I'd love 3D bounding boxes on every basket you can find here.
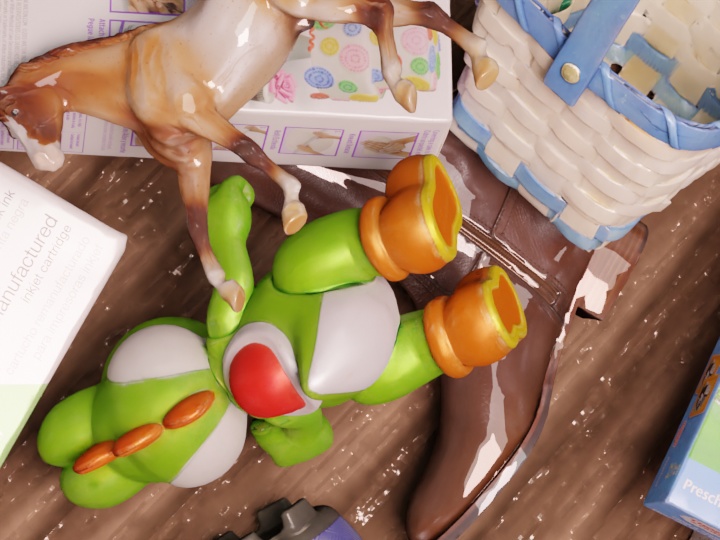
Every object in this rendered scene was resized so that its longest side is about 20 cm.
[{"bbox_3d":[0.129,-0.118,1.160,0.139,0.200,0.176,45,41,10],"label":"basket"}]

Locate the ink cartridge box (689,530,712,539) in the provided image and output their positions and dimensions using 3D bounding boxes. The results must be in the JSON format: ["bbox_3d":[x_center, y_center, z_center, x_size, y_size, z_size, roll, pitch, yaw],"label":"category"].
[{"bbox_3d":[0.241,0.105,1.255,0.146,0.084,0.201,30,79,-10],"label":"ink cartridge box"}]

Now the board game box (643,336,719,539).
[{"bbox_3d":[0.230,0.043,1.196,0.151,0.037,0.201,27,78,-7],"label":"board game box"}]

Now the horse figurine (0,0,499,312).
[{"bbox_3d":[-0.035,-0.083,1.081,0.200,0.050,0.133,-43,64,3],"label":"horse figurine"}]

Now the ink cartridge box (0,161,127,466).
[{"bbox_3d":[-0.219,0.000,1.140,0.199,0.084,0.146,31,79,-11],"label":"ink cartridge box"}]

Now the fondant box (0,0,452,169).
[{"bbox_3d":[-0.064,-0.121,1.168,0.199,0.058,0.145,2,68,-6],"label":"fondant box"}]

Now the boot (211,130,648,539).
[{"bbox_3d":[0.000,0.000,1.212,0.200,0.064,0.187,33,76,-9],"label":"boot"}]

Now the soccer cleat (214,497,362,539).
[{"bbox_3d":[-0.074,0.176,1.177,0.200,0.065,0.084,-35,97,-15],"label":"soccer cleat"}]

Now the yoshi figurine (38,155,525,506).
[{"bbox_3d":[-0.038,0.029,1.148,0.199,0.112,0.113,-26,62,15],"label":"yoshi figurine"}]
